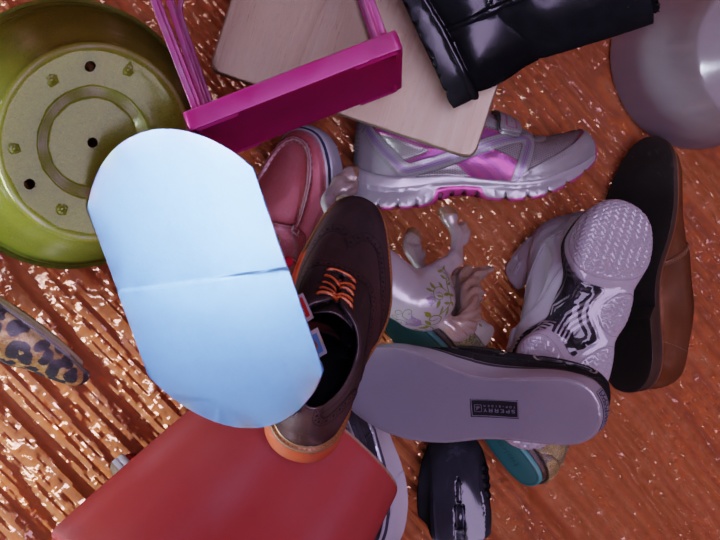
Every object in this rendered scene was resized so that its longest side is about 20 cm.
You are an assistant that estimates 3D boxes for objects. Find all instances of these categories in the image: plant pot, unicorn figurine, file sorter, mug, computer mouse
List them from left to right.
[{"bbox_3d":[-0.193,-0.092,1.334,0.199,0.193,0.201,-1,96,-14],"label":"plant pot"},{"bbox_3d":[-0.081,0.177,1.326,0.200,0.200,0.178,42,77,-14],"label":"plant pot"},{"bbox_3d":[-0.058,-0.163,1.261,0.138,0.200,0.126,-21,88,0],"label":"file sorter"},{"bbox_3d":[0.000,0.000,1.373,0.199,0.074,0.138,12,53,-3],"label":"unicorn figurine"},{"bbox_3d":[0.076,0.217,1.471,0.058,0.034,0.201,-4,68,-1],"label":"computer mouse"},{"bbox_3d":[0.293,-0.183,1.468,0.149,0.153,0.187,21,90,-14],"label":"mug"}]

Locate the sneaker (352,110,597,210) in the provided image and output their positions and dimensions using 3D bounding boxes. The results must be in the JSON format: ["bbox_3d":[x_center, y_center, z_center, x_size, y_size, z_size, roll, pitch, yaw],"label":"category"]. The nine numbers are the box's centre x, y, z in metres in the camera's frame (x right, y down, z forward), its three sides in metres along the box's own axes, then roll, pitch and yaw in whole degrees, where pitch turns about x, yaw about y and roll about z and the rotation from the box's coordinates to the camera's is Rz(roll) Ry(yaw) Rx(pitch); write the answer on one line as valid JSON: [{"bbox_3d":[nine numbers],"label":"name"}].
[{"bbox_3d":[0.084,-0.098,1.461,0.199,0.081,0.089,-5,98,-14],"label":"sneaker"}]

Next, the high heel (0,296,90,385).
[{"bbox_3d":[-0.306,0.074,1.380,0.199,0.071,0.143,29,82,1],"label":"high heel"}]

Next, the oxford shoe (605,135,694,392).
[{"bbox_3d":[0.233,-0.006,1.526,0.071,0.071,0.201,0,96,-42],"label":"oxford shoe"}]

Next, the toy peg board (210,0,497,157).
[{"bbox_3d":[0.017,-0.206,1.407,0.198,0.098,0.201,18,91,-1],"label":"toy peg board"}]

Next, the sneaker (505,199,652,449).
[{"bbox_3d":[0.149,0.039,1.471,0.075,0.115,0.201,26,86,-15],"label":"sneaker"}]

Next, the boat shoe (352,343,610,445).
[{"bbox_3d":[0.083,0.087,1.387,0.199,0.057,0.069,7,107,16],"label":"boat shoe"}]

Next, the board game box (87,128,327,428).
[{"bbox_3d":[-0.090,0.001,1.215,0.039,0.158,0.201,-31,107,-45],"label":"board game box"}]

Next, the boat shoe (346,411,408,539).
[{"bbox_3d":[-0.018,0.124,1.445,0.068,0.072,0.201,-24,113,-35],"label":"boat shoe"}]

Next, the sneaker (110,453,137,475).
[{"bbox_3d":[-0.091,0.186,1.450,0.112,0.071,0.200,-41,111,-3],"label":"sneaker"}]

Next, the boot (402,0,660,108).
[{"bbox_3d":[0.098,-0.231,1.318,0.168,0.076,0.201,-26,98,4],"label":"boot"}]

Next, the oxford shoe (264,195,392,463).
[{"bbox_3d":[-0.013,0.026,1.277,0.071,0.073,0.201,13,58,-4],"label":"oxford shoe"}]

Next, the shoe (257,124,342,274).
[{"bbox_3d":[-0.078,-0.014,1.415,0.091,0.071,0.201,10,99,-58],"label":"shoe"}]

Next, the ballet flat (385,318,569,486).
[{"bbox_3d":[0.093,0.079,1.495,0.071,0.071,0.200,-42,103,-7],"label":"ballet flat"}]
